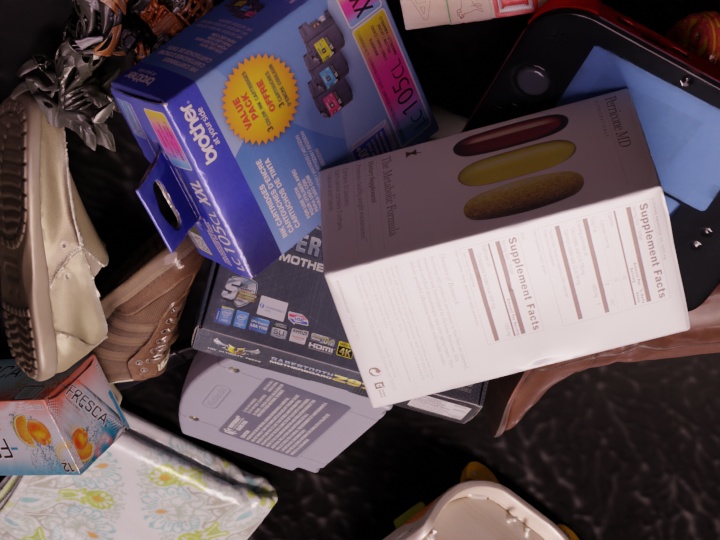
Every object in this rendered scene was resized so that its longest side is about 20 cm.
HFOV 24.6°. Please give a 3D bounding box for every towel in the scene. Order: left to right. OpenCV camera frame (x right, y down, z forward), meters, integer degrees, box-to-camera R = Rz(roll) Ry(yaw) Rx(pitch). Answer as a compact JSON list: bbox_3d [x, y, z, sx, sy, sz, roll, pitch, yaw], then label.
[{"bbox_3d":[-0.193,0.195,1.343,0.199,0.048,0.171,28,126,-17],"label":"towel"}]

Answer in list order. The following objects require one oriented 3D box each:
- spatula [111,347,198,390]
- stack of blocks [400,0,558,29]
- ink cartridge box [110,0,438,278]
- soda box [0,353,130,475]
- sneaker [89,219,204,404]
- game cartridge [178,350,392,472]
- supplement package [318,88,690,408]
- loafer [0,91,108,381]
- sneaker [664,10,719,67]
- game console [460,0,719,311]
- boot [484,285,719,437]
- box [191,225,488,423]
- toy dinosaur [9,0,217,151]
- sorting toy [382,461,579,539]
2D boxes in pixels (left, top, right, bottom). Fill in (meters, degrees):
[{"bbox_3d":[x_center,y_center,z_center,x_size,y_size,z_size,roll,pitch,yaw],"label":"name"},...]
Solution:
[{"bbox_3d":[-0.123,0.065,1.261,0.199,0.021,0.057,-16,143,23],"label":"spatula"},{"bbox_3d":[0.067,-0.252,0.989,0.114,0.059,0.201,-5,125,11],"label":"stack of blocks"},{"bbox_3d":[-0.063,-0.093,1.040,0.200,0.076,0.137,-39,123,-19],"label":"ink cartridge box"},{"bbox_3d":[-0.271,0.110,1.240,0.199,0.064,0.069,-5,117,37],"label":"soda box"},{"bbox_3d":[-0.158,0.035,1.215,0.075,0.071,0.200,42,130,-13],"label":"sneaker"},{"bbox_3d":[-0.061,0.092,1.217,0.132,0.042,0.200,24,152,-10],"label":"game cartridge"},{"bbox_3d":[0.085,-0.014,1.001,0.198,0.114,0.110,-15,126,7],"label":"supplement package"},{"bbox_3d":[-0.213,-0.026,1.138,0.068,0.075,0.202,-15,115,-36],"label":"loafer"},{"bbox_3d":[0.224,-0.086,1.098,0.076,0.073,0.201,-8,132,-12],"label":"sneaker"},{"bbox_3d":[0.168,-0.070,1.049,0.199,0.031,0.177,28,131,-4],"label":"game console"},{"bbox_3d":[0.191,0.059,1.201,0.198,0.065,0.187,-9,157,-10],"label":"boot"},{"bbox_3d":[0.000,0.000,1.120,0.198,0.159,0.051,17,158,-6],"label":"box"},{"bbox_3d":[-0.164,-0.165,1.078,0.199,0.102,0.136,29,110,7],"label":"toy dinosaur"},{"bbox_3d":[0.072,0.258,1.340,0.200,0.107,0.180,38,128,-20],"label":"sorting toy"}]
